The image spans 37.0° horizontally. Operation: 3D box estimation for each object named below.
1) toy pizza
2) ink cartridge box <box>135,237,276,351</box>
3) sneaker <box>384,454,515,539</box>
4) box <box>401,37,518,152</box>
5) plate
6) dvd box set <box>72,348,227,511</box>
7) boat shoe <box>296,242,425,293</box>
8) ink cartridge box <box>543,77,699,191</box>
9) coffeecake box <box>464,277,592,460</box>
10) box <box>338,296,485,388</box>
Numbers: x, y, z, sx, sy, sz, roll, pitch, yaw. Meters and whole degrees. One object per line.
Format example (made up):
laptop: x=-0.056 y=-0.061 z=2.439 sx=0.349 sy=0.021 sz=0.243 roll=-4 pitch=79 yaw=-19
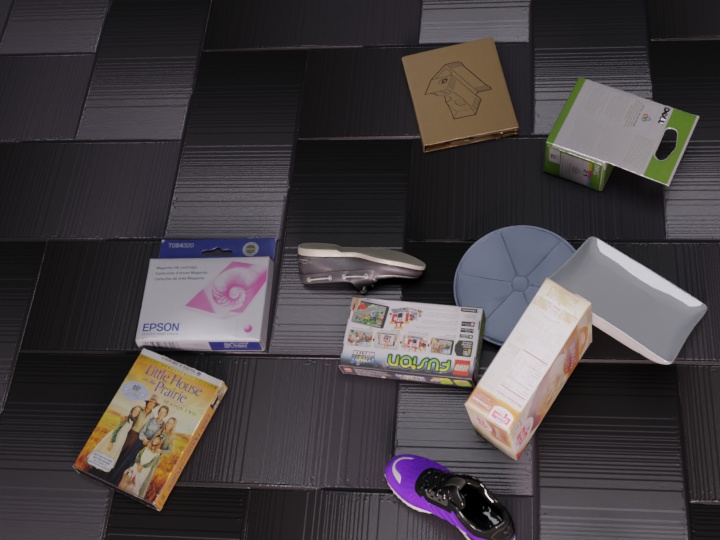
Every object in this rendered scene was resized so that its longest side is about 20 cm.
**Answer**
toy pizza: x=0.236 y=0.026 z=1.584 sx=0.196 sy=0.032 sz=0.203 roll=-5 pitch=61 yaw=8
ink cartridge box: x=-0.233 y=0.027 z=1.644 sx=0.192 sy=0.044 sz=0.203 roll=-2 pitch=60 yaw=7
sneaker: x=0.118 y=0.288 z=1.400 sx=0.198 sy=0.100 sz=0.070 roll=29 pitch=64 yaw=22
box: x=0.164 y=-0.295 z=1.796 sx=0.160 sy=0.021 sz=0.203 roll=-11 pitch=59 yaw=1
plate: x=0.370 y=0.045 z=1.503 sx=0.199 sy=0.033 sz=0.199 roll=34 pitch=36 yaw=16
dvd box set: x=-0.299 y=0.224 z=1.539 sx=0.144 sy=0.030 sz=0.202 roll=20 pitch=64 yaw=19
boat shoe: x=0.000 y=0.000 z=1.631 sx=0.196 sy=0.073 sz=0.064 roll=7 pitch=102 yaw=6
ink cartridge box: x=0.403 y=-0.197 z=1.673 sx=0.197 sy=0.076 sz=0.149 roll=22 pitch=64 yaw=18
coffeecake box: x=0.227 y=0.134 z=1.429 sx=0.072 sy=0.154 sz=0.201 roll=30 pitch=77 yaw=22
box: x=0.074 y=0.101 z=1.542 sx=0.196 sy=0.035 sz=0.112 roll=5 pitch=66 yaw=17
